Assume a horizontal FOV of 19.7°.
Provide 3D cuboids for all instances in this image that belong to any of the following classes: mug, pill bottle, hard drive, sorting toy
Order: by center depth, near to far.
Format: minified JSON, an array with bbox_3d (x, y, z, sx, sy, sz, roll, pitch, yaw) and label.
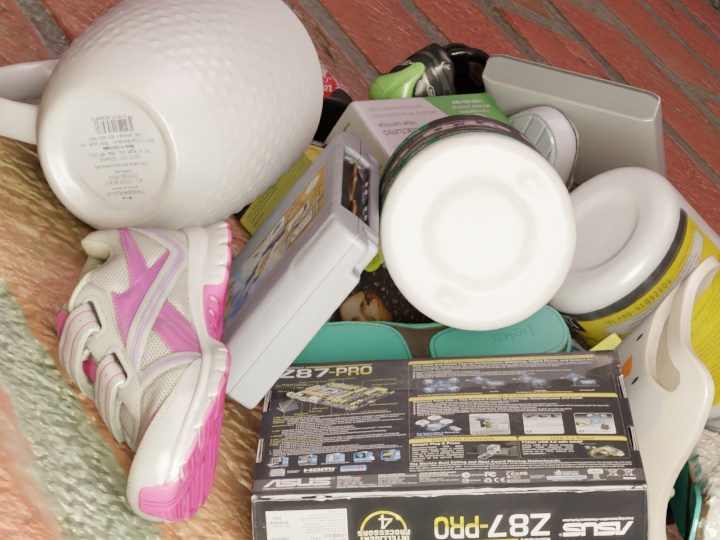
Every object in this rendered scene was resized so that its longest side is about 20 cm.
[{"bbox_3d":[0.165,0.086,1.225,0.106,0.180,0.200,23,39,-7],"label":"sorting toy"},{"bbox_3d":[0.066,-0.035,1.246,0.113,0.113,0.200,35,6,-5],"label":"pill bottle"},{"bbox_3d":[-0.142,-0.098,1.267,0.199,0.148,0.175,10,22,15],"label":"mug"},{"bbox_3d":[0.210,0.030,1.371,0.200,0.112,0.112,42,13,-33],"label":"pill bottle"},{"bbox_3d":[0.168,-0.092,1.579,0.131,0.026,0.200,16,-20,17],"label":"hard drive"}]

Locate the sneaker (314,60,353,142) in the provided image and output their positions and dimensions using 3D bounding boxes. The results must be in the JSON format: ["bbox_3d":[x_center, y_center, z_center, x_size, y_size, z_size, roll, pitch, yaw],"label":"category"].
[{"bbox_3d":[-0.093,-0.163,1.591,0.201,0.067,0.108,25,21,-41],"label":"sneaker"}]

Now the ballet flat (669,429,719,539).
[{"bbox_3d":[0.227,0.147,1.279,0.072,0.072,0.200,36,12,-3],"label":"ballet flat"}]

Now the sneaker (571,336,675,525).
[{"bbox_3d":[0.151,0.109,1.374,0.199,0.078,0.090,27,25,-27],"label":"sneaker"}]

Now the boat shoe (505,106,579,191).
[{"bbox_3d":[0.128,-0.066,1.566,0.062,0.200,0.072,-19,70,-24],"label":"boat shoe"}]

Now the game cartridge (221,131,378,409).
[{"bbox_3d":[-0.041,0.000,1.192,0.042,0.133,0.200,41,14,-12],"label":"game cartridge"}]

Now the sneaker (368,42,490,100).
[{"bbox_3d":[0.080,-0.126,1.588,0.077,0.084,0.200,51,14,18],"label":"sneaker"}]

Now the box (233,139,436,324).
[{"bbox_3d":[0.000,0.000,1.362,0.050,0.075,0.200,11,31,-52],"label":"box"}]

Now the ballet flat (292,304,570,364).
[{"bbox_3d":[0.030,0.066,1.248,0.199,0.071,0.068,-8,58,-16],"label":"ballet flat"}]

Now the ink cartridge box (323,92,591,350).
[{"bbox_3d":[0.076,-0.023,1.449,0.146,0.084,0.200,-8,54,-43],"label":"ink cartridge box"}]

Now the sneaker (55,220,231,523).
[{"bbox_3d":[-0.113,0.050,1.053,0.088,0.082,0.200,5,37,-7],"label":"sneaker"}]

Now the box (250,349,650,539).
[{"bbox_3d":[0.045,0.097,1.093,0.199,0.049,0.161,-3,24,1],"label":"box"}]
